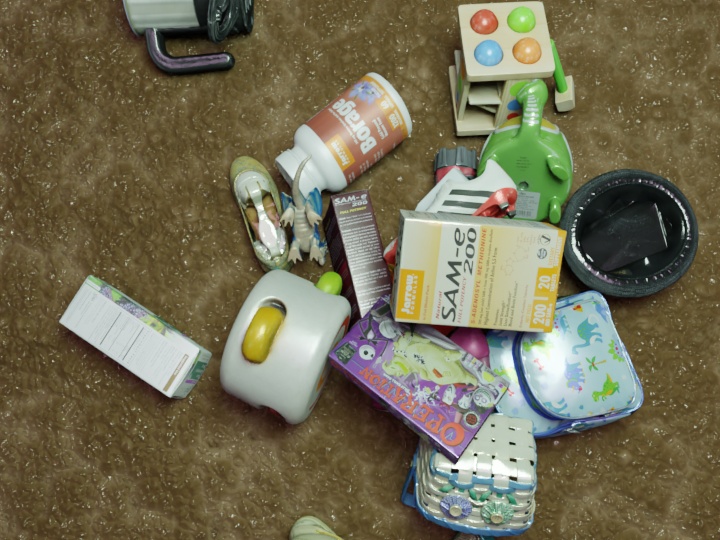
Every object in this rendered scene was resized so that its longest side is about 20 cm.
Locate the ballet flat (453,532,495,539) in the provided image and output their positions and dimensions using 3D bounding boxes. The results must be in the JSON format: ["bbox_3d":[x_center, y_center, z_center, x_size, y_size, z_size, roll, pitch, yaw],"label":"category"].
[{"bbox_3d":[0.196,0.442,0.865,0.075,0.068,0.201,-44,75,15],"label":"ballet flat"}]

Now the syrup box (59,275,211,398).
[{"bbox_3d":[-0.321,0.098,0.923,0.197,0.079,0.082,31,80,6],"label":"syrup box"}]

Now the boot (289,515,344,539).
[{"bbox_3d":[-0.016,0.402,0.821,0.199,0.156,0.073,37,81,7],"label":"boot"}]

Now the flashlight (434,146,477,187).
[{"bbox_3d":[0.143,-0.080,0.962,0.067,0.067,0.205,8,79,-43],"label":"flashlight"}]

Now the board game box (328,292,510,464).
[{"bbox_3d":[0.071,0.127,0.788,0.198,0.033,0.120,35,65,20],"label":"board game box"}]

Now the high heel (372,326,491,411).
[{"bbox_3d":[0.092,0.136,0.887,0.197,0.067,0.098,-20,80,28],"label":"high heel"}]

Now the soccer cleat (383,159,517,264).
[{"bbox_3d":[0.114,-0.073,0.854,0.197,0.068,0.087,-29,60,17],"label":"soccer cleat"}]

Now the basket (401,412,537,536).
[{"bbox_3d":[0.142,0.272,0.829,0.172,0.202,0.141,6,51,6],"label":"basket"}]

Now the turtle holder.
[{"bbox_3d":[0.231,-0.166,0.923,0.139,0.186,0.133,-16,38,33],"label":"turtle holder"}]

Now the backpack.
[{"bbox_3d":[0.263,0.133,0.875,0.196,0.147,0.187,-18,75,3],"label":"backpack"}]

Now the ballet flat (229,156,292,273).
[{"bbox_3d":[-0.151,-0.091,0.964,0.069,0.071,0.204,-19,79,-3],"label":"ballet flat"}]

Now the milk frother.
[{"bbox_3d":[-0.266,-0.409,0.961,0.183,0.200,0.185,-3,83,1],"label":"milk frother"}]

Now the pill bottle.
[{"bbox_3d":[-0.027,-0.193,0.958,0.199,0.112,0.113,-40,81,-7],"label":"pill bottle"}]

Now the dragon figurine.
[{"bbox_3d":[-0.082,-0.080,0.904,0.057,0.100,0.204,-8,123,-1],"label":"dragon figurine"}]

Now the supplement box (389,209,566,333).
[{"bbox_3d":[0.139,0.000,0.781,0.195,0.074,0.129,4,103,-3],"label":"supplement box"}]

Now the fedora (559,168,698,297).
[{"bbox_3d":[0.381,-0.048,0.935,0.195,0.092,0.206,0,79,1],"label":"fedora"}]

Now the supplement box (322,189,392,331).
[{"bbox_3d":[0.000,0.000,0.920,0.059,0.109,0.205,-12,79,-13],"label":"supplement box"}]

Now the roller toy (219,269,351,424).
[{"bbox_3d":[-0.105,0.101,0.865,0.137,0.201,0.185,22,122,6],"label":"roller toy"}]

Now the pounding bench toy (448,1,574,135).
[{"bbox_3d":[0.240,-0.303,0.943,0.195,0.157,0.127,-3,67,0],"label":"pounding bench toy"}]

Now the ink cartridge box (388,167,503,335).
[{"bbox_3d":[0.117,-0.017,0.903,0.200,0.047,0.161,-45,65,15],"label":"ink cartridge box"}]
